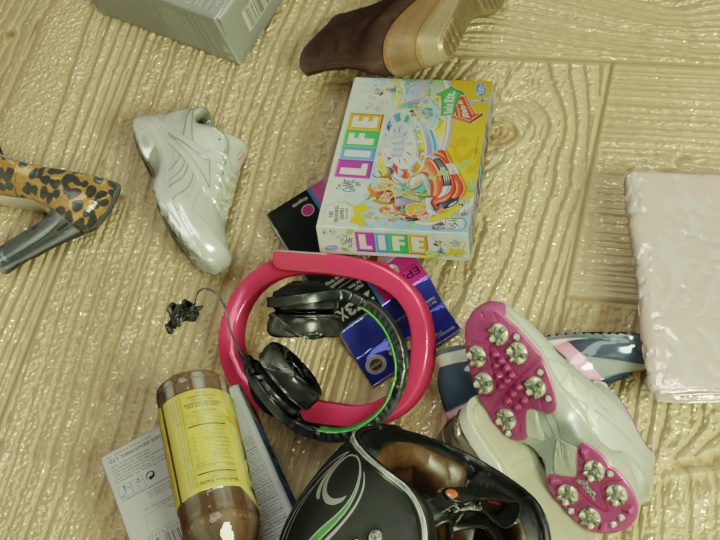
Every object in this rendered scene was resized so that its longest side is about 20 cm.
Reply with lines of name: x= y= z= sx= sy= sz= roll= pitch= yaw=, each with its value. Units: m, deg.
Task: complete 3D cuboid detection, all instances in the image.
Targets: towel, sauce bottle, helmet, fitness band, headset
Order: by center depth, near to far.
helmet: x=0.028 y=0.230 z=1.077 sx=0.199 sy=0.199 sz=0.193 roll=27 pitch=102 yaw=28
sauce bottle: x=-0.113 y=0.175 z=1.152 sx=0.064 sy=0.065 sz=0.202 roll=-19 pitch=58 yaw=5
towel: x=0.310 y=0.013 z=1.196 sx=0.188 sy=0.032 sz=0.202 roll=2 pitch=59 yaw=-6
headset: x=-0.059 y=0.064 z=1.214 sx=0.198 sy=0.094 sz=0.125 roll=21 pitch=94 yaw=9
fitness band: x=-0.029 y=0.058 z=1.272 sx=0.198 sy=0.037 sz=0.146 roll=7 pitch=90 yaw=22

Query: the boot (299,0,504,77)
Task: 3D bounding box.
boot: x=0.044 y=-0.259 z=1.451 sx=0.165 sy=0.073 sz=0.201 roll=1 pitch=41 yaw=34

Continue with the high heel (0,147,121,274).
high heel: x=-0.320 y=-0.112 z=1.465 sx=0.141 sy=0.071 sz=0.202 roll=-27 pitch=72 yaw=7

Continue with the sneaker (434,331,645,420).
sneaker: x=0.162 y=0.093 z=1.217 sx=0.197 sy=0.070 sz=0.083 roll=-6 pitch=82 yaw=11

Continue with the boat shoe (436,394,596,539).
boat shoe: x=0.124 y=0.196 z=1.154 sx=0.060 sy=0.071 sz=0.201 roll=-45 pitch=67 yaw=38

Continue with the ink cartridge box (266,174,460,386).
ink cartridge box: x=0.000 y=0.000 z=1.331 sx=0.094 sy=0.037 sz=0.201 roll=-32 pitch=58 yaw=-3

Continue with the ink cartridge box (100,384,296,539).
ink cartridge box: x=-0.114 y=0.215 z=1.209 sx=0.135 sy=0.077 sz=0.201 roll=-28 pitch=54 yaw=-1

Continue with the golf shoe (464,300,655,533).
golf shoe: x=0.156 y=0.105 z=1.158 sx=0.201 sy=0.075 sz=0.091 roll=56 pitch=40 yaw=2

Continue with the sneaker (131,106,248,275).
sneaker: x=-0.147 y=-0.087 z=1.403 sx=0.098 sy=0.078 sz=0.201 roll=-23 pitch=57 yaw=-2

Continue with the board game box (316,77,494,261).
board game box: x=0.044 y=-0.095 z=1.337 sx=0.133 sy=0.034 sz=0.201 roll=2 pitch=47 yaw=11

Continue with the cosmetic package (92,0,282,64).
cosmetic package: x=-0.185 y=-0.301 z=1.536 sx=0.198 sy=0.090 sz=0.108 roll=22 pitch=71 yaw=24
